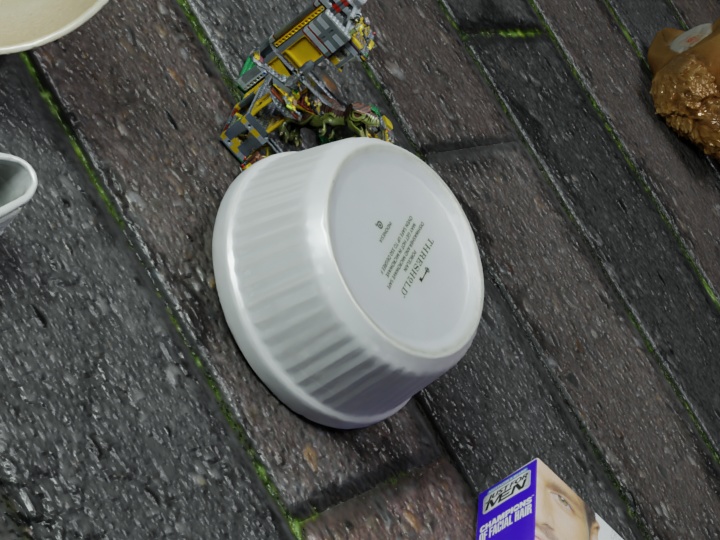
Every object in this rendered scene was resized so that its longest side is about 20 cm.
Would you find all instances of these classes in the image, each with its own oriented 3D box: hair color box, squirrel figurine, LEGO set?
[{"bbox_3d":[0.137,0.242,1.485,0.109,0.065,0.200,44,26,-22],"label":"hair color box"},{"bbox_3d":[0.430,-0.188,2.460,0.187,0.141,0.200,57,38,-20],"label":"squirrel figurine"},{"bbox_3d":[-0.018,-0.127,1.590,0.154,0.116,0.200,50,26,-10],"label":"LEGO set"}]

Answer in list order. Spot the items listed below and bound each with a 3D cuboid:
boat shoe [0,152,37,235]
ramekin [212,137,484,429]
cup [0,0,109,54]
[{"bbox_3d":[-0.255,-0.042,1.142,0.074,0.065,0.200,58,26,6],"label":"boat shoe"},{"bbox_3d":[0.000,0.000,1.441,0.202,0.094,0.204,24,54,-38],"label":"ramekin"},{"bbox_3d":[-0.243,-0.249,1.302,0.200,0.200,0.143,42,2,-25],"label":"cup"}]
